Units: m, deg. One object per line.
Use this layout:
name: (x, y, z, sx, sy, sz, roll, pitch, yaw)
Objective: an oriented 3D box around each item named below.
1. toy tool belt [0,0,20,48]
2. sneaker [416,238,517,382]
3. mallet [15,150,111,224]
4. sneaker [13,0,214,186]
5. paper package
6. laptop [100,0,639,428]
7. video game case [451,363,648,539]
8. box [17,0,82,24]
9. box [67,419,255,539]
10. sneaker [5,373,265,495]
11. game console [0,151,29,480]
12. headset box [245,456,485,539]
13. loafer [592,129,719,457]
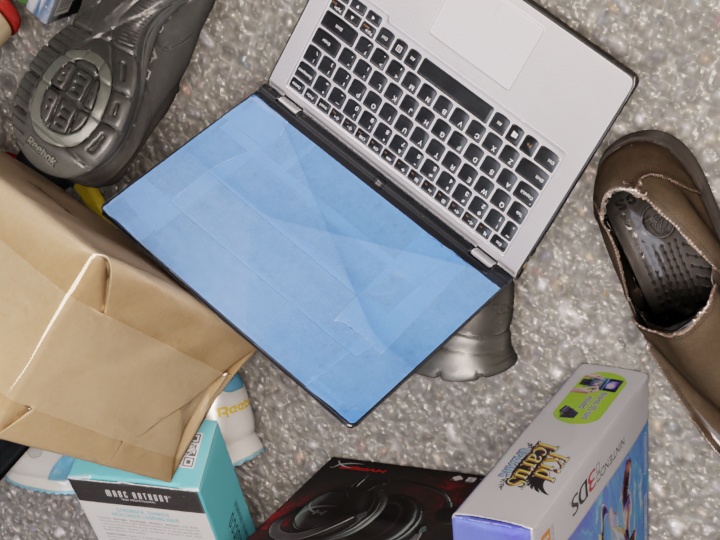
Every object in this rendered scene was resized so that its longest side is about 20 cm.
toy tool belt: (-0.321, -0.157, 0.955, 0.199, 0.123, 0.125, 30, 161, 19)
sneaker: (0.000, 0.000, 0.882, 0.199, 0.076, 0.091, 11, 105, 19)
mallet: (-0.142, -0.018, 0.947, 0.200, 0.041, 0.066, 52, 127, 16)
sneaker: (-0.122, -0.137, 0.849, 0.076, 0.091, 0.201, 28, 83, 11)
paper package: (-0.183, 0.008, 0.830, 0.199, 0.190, 0.104, 33, 91, 27)
laptop: (0.001, -0.064, 0.790, 0.187, 0.116, 0.201, 39, 115, 19)
video game case: (0.108, 0.178, 0.815, 0.045, 0.181, 0.201, 6, 113, 27)
box: (-0.189, -0.265, 0.892, 0.137, 0.040, 0.200, 39, 124, 9)
box: (-0.113, 0.166, 0.957, 0.082, 0.049, 0.201, 4, 141, 12)
sneaker: (-0.156, 0.098, 1.009, 0.199, 0.076, 0.081, -11, 95, 27)
game console: (-0.255, 0.038, 1.018, 0.200, 0.031, 0.177, -46, 63, 28)
headset box: (0.003, 0.190, 0.870, 0.148, 0.200, 0.078, 3, 112, 30)
loafer: (0.170, 0.028, 0.785, 0.073, 0.071, 0.201, -30, 93, 35)
